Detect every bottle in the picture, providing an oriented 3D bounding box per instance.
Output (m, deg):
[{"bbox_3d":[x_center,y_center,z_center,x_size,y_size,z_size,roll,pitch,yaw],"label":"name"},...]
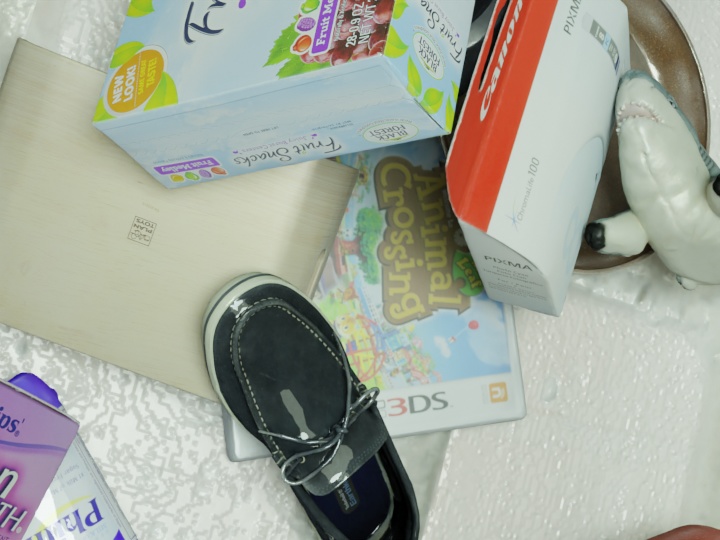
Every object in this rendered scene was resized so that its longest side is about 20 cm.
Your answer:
[{"bbox_3d":[-0.157,0.156,0.724,0.083,0.065,0.200,-29,93,-15],"label":"bottle"}]

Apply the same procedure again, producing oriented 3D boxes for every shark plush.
[{"bbox_3d":[0.210,-0.039,0.804,0.200,0.091,0.084,25,48,-37],"label":"shark plush"}]

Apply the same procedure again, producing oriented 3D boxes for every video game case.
[{"bbox_3d":[0.000,0.000,0.806,0.181,0.022,0.201,-6,87,-17],"label":"video game case"}]

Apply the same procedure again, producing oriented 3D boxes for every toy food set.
[{"bbox_3d":[-0.116,-0.023,0.746,0.199,0.060,0.144,20,96,-5],"label":"toy food set"}]

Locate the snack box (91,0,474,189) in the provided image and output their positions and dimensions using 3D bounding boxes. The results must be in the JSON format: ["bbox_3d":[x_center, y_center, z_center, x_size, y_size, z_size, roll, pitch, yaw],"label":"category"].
[{"bbox_3d":[-0.026,-0.149,0.666,0.068,0.168,0.201,43,50,-44],"label":"snack box"}]

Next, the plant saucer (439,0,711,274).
[{"bbox_3d":[0.125,-0.096,0.833,0.200,0.032,0.201,3,83,-25],"label":"plant saucer"}]

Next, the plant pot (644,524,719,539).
[{"bbox_3d":[0.138,0.243,0.746,0.195,0.201,0.201,-19,91,-25],"label":"plant pot"}]

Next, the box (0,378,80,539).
[{"bbox_3d":[-0.261,0.117,0.635,0.176,0.097,0.200,18,77,31],"label":"box"}]

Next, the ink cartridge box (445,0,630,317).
[{"bbox_3d":[0.097,-0.082,0.702,0.047,0.200,0.161,15,75,15],"label":"ink cartridge box"}]

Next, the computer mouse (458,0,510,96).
[{"bbox_3d":[0.015,-0.130,0.750,0.138,0.200,0.053,-43,126,-16],"label":"computer mouse"}]

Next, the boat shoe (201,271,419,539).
[{"bbox_3d":[-0.020,0.084,0.731,0.075,0.062,0.200,-37,123,-19],"label":"boat shoe"}]
